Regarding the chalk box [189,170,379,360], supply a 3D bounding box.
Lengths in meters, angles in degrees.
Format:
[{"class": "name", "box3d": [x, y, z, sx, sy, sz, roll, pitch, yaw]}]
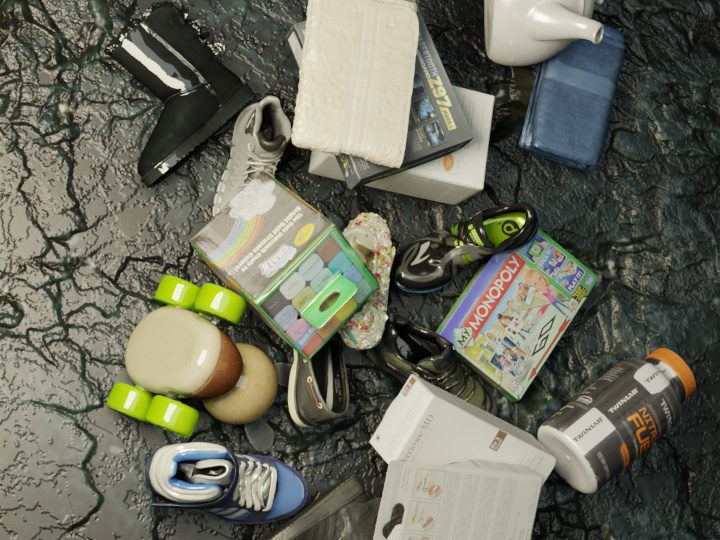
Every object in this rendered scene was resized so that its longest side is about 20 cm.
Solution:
[{"class": "chalk box", "box3d": [-0.073, 0.003, 1.463, 0.124, 0.200, 0.124, -44, 137, -7]}]

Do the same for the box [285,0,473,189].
[{"class": "box", "box3d": [0.023, -0.214, 1.533, 0.158, 0.051, 0.200, -22, 86, -19]}]

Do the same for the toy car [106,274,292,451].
[{"class": "toy car", "box3d": [-0.158, 0.124, 1.504, 0.200, 0.158, 0.165, 33, 75, -40]}]

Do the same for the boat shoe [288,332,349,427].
[{"class": "boat shoe", "box3d": [-0.049, 0.082, 1.543, 0.074, 0.063, 0.202, 14, 66, -46]}]

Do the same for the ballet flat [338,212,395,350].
[{"class": "ballet flat", "box3d": [0.000, 0.000, 1.548, 0.064, 0.076, 0.200, 43, 35, -44]}]

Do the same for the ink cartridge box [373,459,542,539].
[{"class": "ink cartridge box", "box3d": [0.101, 0.296, 1.488, 0.200, 0.057, 0.163, 10, 93, -19]}]

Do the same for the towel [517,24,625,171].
[{"class": "towel", "box3d": [0.281, -0.235, 1.722, 0.111, 0.049, 0.200, 18, 76, -13]}]

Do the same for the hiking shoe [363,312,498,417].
[{"class": "hiking shoe", "box3d": [0.090, 0.126, 1.574, 0.200, 0.101, 0.076, 37, 72, -9]}]

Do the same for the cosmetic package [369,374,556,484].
[{"class": "cosmetic package", "box3d": [0.123, 0.213, 1.546, 0.200, 0.074, 0.102, 27, 97, -28]}]

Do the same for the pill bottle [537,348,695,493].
[{"class": "pill bottle", "box3d": [0.327, 0.180, 1.636, 0.200, 0.106, 0.106, -36, 92, -19]}]

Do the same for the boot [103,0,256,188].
[{"class": "boot", "box3d": [-0.235, -0.214, 1.546, 0.162, 0.073, 0.198, 47, 64, -8]}]

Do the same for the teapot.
[{"class": "teapot", "box3d": [0.233, -0.351, 1.645, 0.146, 0.197, 0.200, 0, 80, 1]}]

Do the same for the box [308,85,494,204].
[{"class": "box", "box3d": [0.050, -0.168, 1.612, 0.200, 0.097, 0.125, 12, 77, -15]}]

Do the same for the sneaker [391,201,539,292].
[{"class": "sneaker", "box3d": [0.128, -0.037, 1.611, 0.199, 0.083, 0.071, -23, 71, -6]}]

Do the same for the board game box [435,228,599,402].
[{"class": "board game box", "box3d": [0.198, 0.047, 1.659, 0.135, 0.029, 0.200, 38, 72, -9]}]

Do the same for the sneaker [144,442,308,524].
[{"class": "sneaker", "box3d": [-0.141, 0.239, 1.460, 0.200, 0.146, 0.081, 13, 77, -14]}]

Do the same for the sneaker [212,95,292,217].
[{"class": "sneaker", "box3d": [-0.124, -0.114, 1.540, 0.075, 0.115, 0.200, 8, 78, -16]}]

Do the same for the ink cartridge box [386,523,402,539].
[{"class": "ink cartridge box", "box3d": [0.091, 0.392, 1.538, 0.200, 0.041, 0.200, 45, 71, -23]}]

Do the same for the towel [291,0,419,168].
[{"class": "towel", "box3d": [-0.005, -0.222, 1.482, 0.132, 0.034, 0.200, 11, 77, -12]}]

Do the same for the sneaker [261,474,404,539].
[{"class": "sneaker", "box3d": [-0.029, 0.316, 1.527, 0.200, 0.060, 0.104, -34, 89, -26]}]
